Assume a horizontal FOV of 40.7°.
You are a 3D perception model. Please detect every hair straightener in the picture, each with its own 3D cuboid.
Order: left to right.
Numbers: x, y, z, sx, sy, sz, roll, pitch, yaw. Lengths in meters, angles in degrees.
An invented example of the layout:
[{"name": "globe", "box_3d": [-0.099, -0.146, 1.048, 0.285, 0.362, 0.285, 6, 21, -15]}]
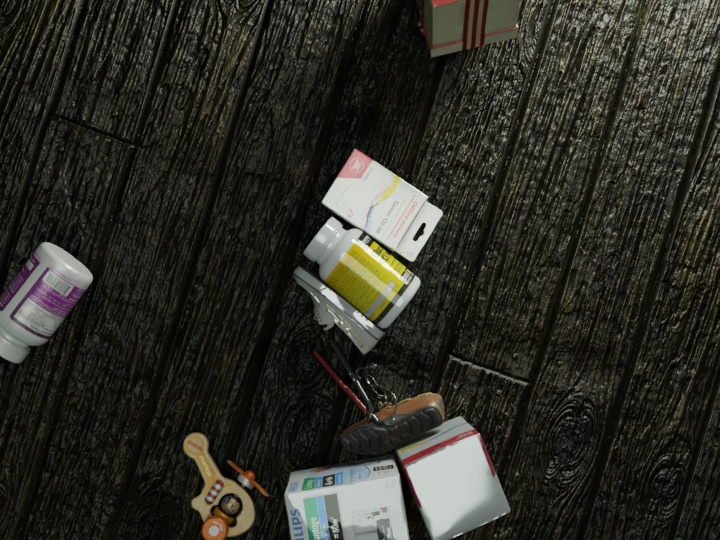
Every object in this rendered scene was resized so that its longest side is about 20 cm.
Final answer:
[{"name": "hair straightener", "box_3d": [0.001, 0.194, 1.729, 0.077, 0.041, 0.200, -40, 64, -1]}]

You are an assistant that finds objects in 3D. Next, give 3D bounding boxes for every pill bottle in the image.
[{"name": "pill bottle", "box_3d": [-0.575, 0.060, 1.716, 0.112, 0.112, 0.201, 38, 90, -1]}, {"name": "pill bottle", "box_3d": [0.000, 0.000, 1.724, 0.199, 0.112, 0.113, 39, 90, -2]}]

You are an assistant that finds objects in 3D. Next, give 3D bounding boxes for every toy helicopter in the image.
[{"name": "toy helicopter", "box_3d": [-0.251, 0.379, 1.745, 0.131, 0.079, 0.202, -28, 87, -1]}]

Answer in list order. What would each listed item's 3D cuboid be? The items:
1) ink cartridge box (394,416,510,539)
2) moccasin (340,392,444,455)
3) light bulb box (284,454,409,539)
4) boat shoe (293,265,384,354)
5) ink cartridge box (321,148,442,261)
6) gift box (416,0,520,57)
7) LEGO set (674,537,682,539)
[{"name": "ink cartridge box", "box_3d": [0.154, 0.358, 1.689, 0.143, 0.200, 0.147, -23, 92, -3]}, {"name": "moccasin", "box_3d": [0.056, 0.272, 1.750, 0.200, 0.078, 0.074, -29, 107, 15]}, {"name": "light bulb box", "box_3d": [-0.024, 0.412, 1.687, 0.197, 0.198, 0.127, -9, 89, -2]}, {"name": "boat shoe", "box_3d": [-0.052, 0.075, 1.749, 0.199, 0.071, 0.070, 40, 93, -5]}, {"name": "ink cartridge box", "box_3d": [0.042, -0.114, 1.745, 0.199, 0.067, 0.117, 32, 90, -1]}, {"name": "gift box", "box_3d": [0.185, -0.504, 1.690, 0.182, 0.187, 0.202, -8, 71, 1]}, {"name": "LEGO set", "box_3d": [0.601, 0.575, 1.708, 0.116, 0.200, 0.154, 39, 77, -9]}]
